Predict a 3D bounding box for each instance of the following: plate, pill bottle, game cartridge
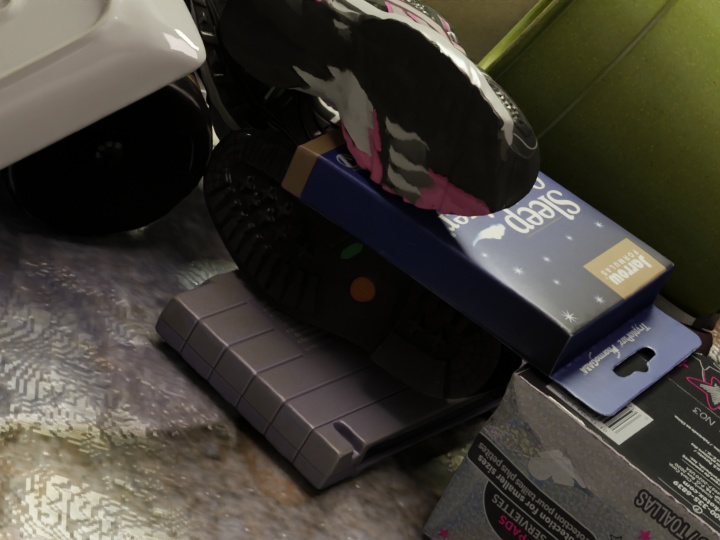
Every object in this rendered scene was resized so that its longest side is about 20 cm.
[{"bbox_3d":[-0.193,-0.127,1.243,0.032,0.199,0.200,59,5,-45],"label":"plate"},{"bbox_3d":[-0.154,-0.120,1.319,0.112,0.112,0.200,10,37,-29],"label":"pill bottle"},{"bbox_3d":[-0.002,0.039,1.293,0.130,0.038,0.200,39,32,23],"label":"game cartridge"}]

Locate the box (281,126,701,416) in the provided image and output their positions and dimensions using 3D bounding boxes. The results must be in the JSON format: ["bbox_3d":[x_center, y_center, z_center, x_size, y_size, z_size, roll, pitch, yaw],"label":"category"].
[{"bbox_3d":[0.073,-0.013,1.222,0.200,0.032,0.121,37,32,16],"label":"box"}]

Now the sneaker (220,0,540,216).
[{"bbox_3d":[0.025,-0.101,1.217,0.086,0.080,0.200,-8,41,-43],"label":"sneaker"}]

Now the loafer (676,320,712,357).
[{"bbox_3d":[0.107,0.003,1.366,0.200,0.063,0.072,39,8,-10],"label":"loafer"}]

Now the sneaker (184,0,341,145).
[{"bbox_3d":[-0.059,-0.099,1.334,0.079,0.200,0.074,28,66,36],"label":"sneaker"}]

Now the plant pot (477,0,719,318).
[{"bbox_3d":[0.165,-0.080,1.379,0.190,0.200,0.200,44,31,-2],"label":"plant pot"}]

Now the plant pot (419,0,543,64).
[{"bbox_3d":[0.031,-0.202,1.539,0.183,0.201,0.201,4,38,-18],"label":"plant pot"}]

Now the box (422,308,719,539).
[{"bbox_3d":[0.154,0.132,1.209,0.200,0.115,0.132,38,33,17],"label":"box"}]

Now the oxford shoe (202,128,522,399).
[{"bbox_3d":[0.000,0.000,1.271,0.200,0.073,0.084,41,12,19],"label":"oxford shoe"}]

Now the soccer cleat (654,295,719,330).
[{"bbox_3d":[0.202,-0.026,1.516,0.086,0.070,0.200,33,32,3],"label":"soccer cleat"}]
